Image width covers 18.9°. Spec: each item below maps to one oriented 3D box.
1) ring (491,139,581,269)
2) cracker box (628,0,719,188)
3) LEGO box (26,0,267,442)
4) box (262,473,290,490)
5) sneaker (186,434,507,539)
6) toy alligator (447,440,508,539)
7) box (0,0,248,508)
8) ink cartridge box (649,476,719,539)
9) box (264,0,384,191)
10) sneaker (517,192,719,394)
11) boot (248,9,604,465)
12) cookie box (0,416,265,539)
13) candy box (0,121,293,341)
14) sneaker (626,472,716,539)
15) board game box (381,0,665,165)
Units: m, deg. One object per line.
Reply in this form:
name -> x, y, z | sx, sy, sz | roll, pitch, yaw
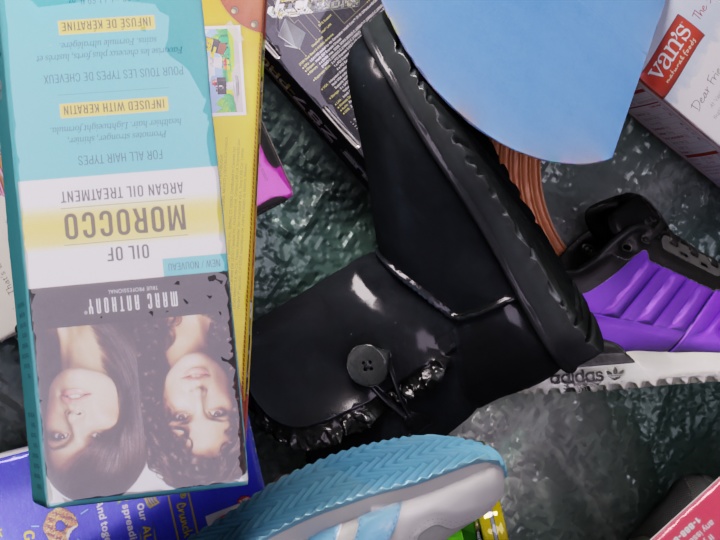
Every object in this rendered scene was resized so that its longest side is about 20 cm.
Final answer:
ring -> 0.155, -0.054, 1.165 | 0.199, 0.019, 0.202 | 0, 89, -16
cracker box -> 0.235, -0.099, 1.150 | 0.200, 0.058, 0.134 | 38, 79, -14
LEGO box -> -0.096, -0.020, 0.955 | 0.076, 0.149, 0.202 | 4, 85, -15
box -> -0.072, 0.195, 0.993 | 0.200, 0.075, 0.100 | -40, 100, -17
sneaker -> -0.021, 0.138, 0.941 | 0.199, 0.076, 0.081 | -28, 103, -11
toy alligator -> 0.045, 0.146, 1.072 | 0.059, 0.201, 0.055 | -12, 131, 0
box -> -0.096, -0.011, 0.852 | 0.082, 0.049, 0.202 | -6, 88, -14
ink cartridge box -> 0.237, 0.177, 1.042 | 0.147, 0.086, 0.200 | -40, 79, -4
box -> 0.036, -0.156, 1.106 | 0.200, 0.049, 0.161 | -44, 97, -10
sneaker -> 0.157, 0.008, 1.120 | 0.198, 0.070, 0.101 | -4, 89, -16
boot -> 0.000, 0.000, 1.045 | 0.167, 0.076, 0.201 | -30, 99, 14
cookie box -> -0.138, 0.167, 1.049 | 0.198, 0.075, 0.173 | -13, 93, -16
candy box -> -0.151, -0.054, 1.054 | 0.199, 0.061, 0.137 | -26, 96, -15
sneaker -> 0.126, 0.188, 1.127 | 0.084, 0.074, 0.201 | 32, 81, -13
board game box -> 0.072, -0.144, 1.060 | 0.158, 0.039, 0.201 | 35, 57, -21
